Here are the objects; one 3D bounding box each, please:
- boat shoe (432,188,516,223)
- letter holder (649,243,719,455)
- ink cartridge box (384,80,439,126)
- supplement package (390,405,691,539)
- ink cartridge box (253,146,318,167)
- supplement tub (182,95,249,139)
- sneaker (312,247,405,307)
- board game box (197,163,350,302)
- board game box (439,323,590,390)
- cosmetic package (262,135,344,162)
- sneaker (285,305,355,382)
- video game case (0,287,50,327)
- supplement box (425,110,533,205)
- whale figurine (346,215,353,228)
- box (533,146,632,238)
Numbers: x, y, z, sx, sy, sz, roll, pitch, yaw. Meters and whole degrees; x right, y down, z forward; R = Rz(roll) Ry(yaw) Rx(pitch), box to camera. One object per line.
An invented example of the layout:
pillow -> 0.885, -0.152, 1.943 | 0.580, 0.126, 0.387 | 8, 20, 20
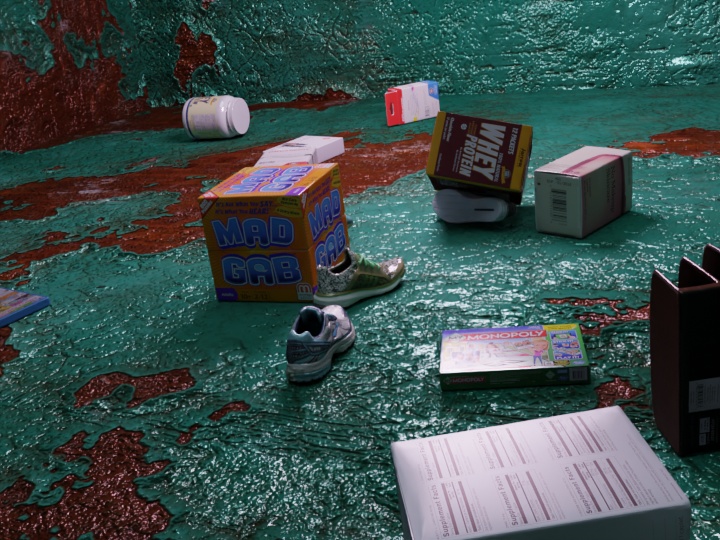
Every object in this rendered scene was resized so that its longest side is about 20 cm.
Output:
boat shoe -> 0.239, -0.128, 1.828 | 0.071, 0.072, 0.200 | 2, 9, -43
letter holder -> 0.387, 0.085, 1.006 | 0.100, 0.201, 0.142 | -9, 20, -3
ink cartridge box -> 0.160, -0.556, 2.890 | 0.199, 0.117, 0.067 | -15, 23, -22
supplement package -> 0.139, 0.240, 0.697 | 0.199, 0.192, 0.147 | -9, 20, -2
ink cartridge box -> -0.194, -0.255, 2.271 | 0.146, 0.083, 0.200 | -4, 21, 8
supplement tub -> -0.501, -0.532, 3.019 | 0.199, 0.146, 0.145 | 1, 22, 22
sneaker -> 0.000, 0.000, 1.523 | 0.199, 0.089, 0.077 | -23, 25, -36
board game box -> -0.152, -0.072, 1.610 | 0.199, 0.201, 0.200 | 0, 22, 20
board game box -> 0.213, 0.120, 1.221 | 0.199, 0.029, 0.135 | -4, 22, 9
cosmetic package -> -0.166, -0.348, 2.555 | 0.150, 0.052, 0.200 | 11, 27, 34
sneaker -> -0.059, 0.088, 1.315 | 0.077, 0.087, 0.200 | -1, 22, 14
video game case -> -0.722, 0.073, 1.686 | 0.199, 0.018, 0.143 | 7, 24, 34
supplement box -> 0.253, -0.232, 1.824 | 0.196, 0.133, 0.200 | 11, -2, 11
whale figurine -> -0.113, -0.122, 1.863 | 0.199, 0.104, 0.159 | 10, 26, 38
box -> 0.446, -0.159, 1.731 | 0.109, 0.128, 0.200 | 14, 30, 43
